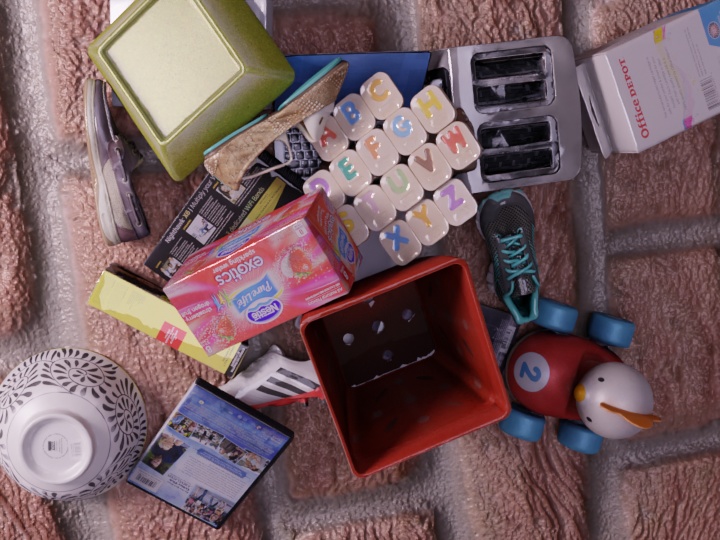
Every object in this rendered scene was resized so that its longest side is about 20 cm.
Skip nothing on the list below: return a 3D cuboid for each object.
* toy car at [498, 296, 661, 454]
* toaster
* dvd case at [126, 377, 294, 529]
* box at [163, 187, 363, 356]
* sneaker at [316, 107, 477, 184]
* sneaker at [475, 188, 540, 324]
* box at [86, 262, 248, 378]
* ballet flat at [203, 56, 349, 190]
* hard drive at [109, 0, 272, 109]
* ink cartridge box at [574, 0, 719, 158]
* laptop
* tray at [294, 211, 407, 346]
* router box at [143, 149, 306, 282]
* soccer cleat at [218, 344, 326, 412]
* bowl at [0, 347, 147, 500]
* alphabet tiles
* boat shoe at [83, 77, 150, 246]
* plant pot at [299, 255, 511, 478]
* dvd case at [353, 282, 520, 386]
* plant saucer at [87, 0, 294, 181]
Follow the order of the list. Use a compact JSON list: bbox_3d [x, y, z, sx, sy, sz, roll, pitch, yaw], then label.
[{"bbox_3d":[0.294,0.153,1.146,0.175,0.200,0.187,14,96,-15],"label":"toy car"},{"bbox_3d":[0.179,-0.191,1.124,0.197,0.119,0.183,-7,100,-7],"label":"toaster"},{"bbox_3d":[-0.192,0.237,1.142,0.142,0.018,0.201,31,118,-13],"label":"dvd case"},{"bbox_3d":[-0.109,0.004,1.029,0.198,0.095,0.103,-24,109,21],"label":"box"},{"bbox_3d":[0.042,-0.145,1.073,0.197,0.070,0.077,-4,90,18],"label":"sneaker"},{"bbox_3d":[0.196,-0.013,1.124,0.077,0.092,0.201,-19,134,2],"label":"sneaker"},{"bbox_3d":[-0.236,0.061,1.124,0.199,0.075,0.050,30,94,-12],"label":"box"},{"bbox_3d":[-0.083,-0.160,1.020,0.199,0.071,0.066,-35,100,3],"label":"ballet flat"},{"bbox_3d":[-0.201,-0.260,1.068,0.197,0.026,0.134,4,99,14],"label":"hard drive"},{"bbox_3d":[0.359,-0.235,1.133,0.198,0.125,0.130,-24,101,-8],"label":"ink cartridge box"},{"bbox_3d":[-0.012,-0.158,1.102,0.184,0.116,0.203,-3,99,-7],"label":"laptop"},{"bbox_3d":[0.000,0.000,1.165,0.107,0.022,0.202,26,95,-26],"label":"tray"},{"bbox_3d":[-0.146,-0.043,1.108,0.157,0.052,0.200,37,107,-12],"label":"router box"},{"bbox_3d":[-0.126,0.141,1.160,0.197,0.069,0.086,-9,85,-6],"label":"soccer cleat"},{"bbox_3d":[-0.369,0.206,1.116,0.198,0.094,0.204,-1,99,-8],"label":"bowl"},{"bbox_3d":[0.035,-0.115,1.029,0.199,0.015,0.197,-35,88,16],"label":"alphabet tiles"},{"bbox_3d":[-0.295,-0.131,1.091,0.064,0.072,0.203,-8,103,-12],"label":"boat shoe"},{"bbox_3d":[0.038,0.091,1.083,0.198,0.176,0.202,-21,107,-6],"label":"plant pot"},{"bbox_3d":[0.102,0.104,1.200,0.198,0.016,0.150,17,99,-15],"label":"dvd case"},{"bbox_3d":[-0.206,-0.238,1.029,0.199,0.048,0.201,-37,87,18],"label":"plant saucer"}]
